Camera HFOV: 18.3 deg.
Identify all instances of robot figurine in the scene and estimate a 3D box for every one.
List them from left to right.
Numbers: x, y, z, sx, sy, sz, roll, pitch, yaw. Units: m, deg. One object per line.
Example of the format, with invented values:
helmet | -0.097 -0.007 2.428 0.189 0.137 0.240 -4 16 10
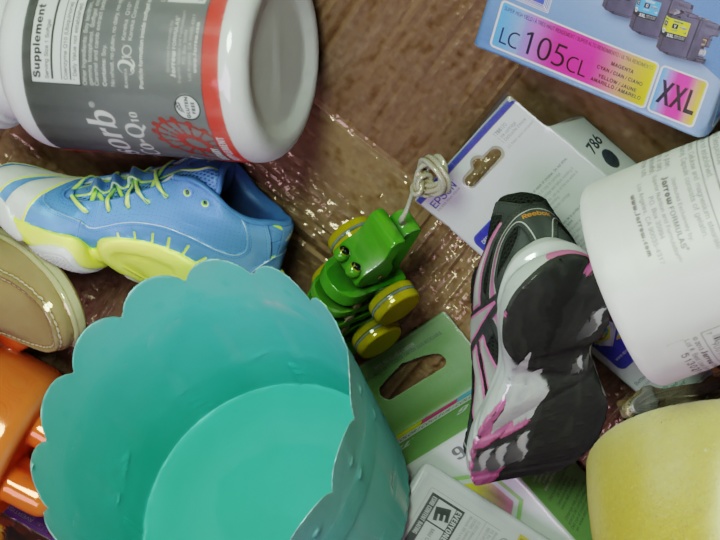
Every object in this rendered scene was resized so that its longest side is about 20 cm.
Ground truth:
robot figurine | -0.273 0.088 1.474 0.199 0.117 0.144 27 130 6

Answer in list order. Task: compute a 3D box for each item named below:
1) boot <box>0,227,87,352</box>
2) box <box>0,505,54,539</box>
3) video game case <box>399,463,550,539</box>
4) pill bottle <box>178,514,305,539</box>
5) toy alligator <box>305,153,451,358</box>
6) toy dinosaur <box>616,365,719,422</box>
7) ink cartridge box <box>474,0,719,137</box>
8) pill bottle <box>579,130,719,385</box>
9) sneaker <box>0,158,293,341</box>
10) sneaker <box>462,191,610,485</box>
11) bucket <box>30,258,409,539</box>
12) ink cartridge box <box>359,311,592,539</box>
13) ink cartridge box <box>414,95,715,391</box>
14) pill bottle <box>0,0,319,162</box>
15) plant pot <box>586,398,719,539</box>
boot | -0.281 0.027 1.381 0.199 0.155 0.073 26 135 32
box | -0.285 0.221 1.608 0.136 0.039 0.201 28 127 7
video game case | 0.063 0.243 1.303 0.181 0.201 0.023 32 162 2
pill bottle | -0.037 0.210 1.433 0.111 0.112 0.201 -1 133 25
toy alligator | 0.000 0.000 1.301 0.059 0.054 0.200 56 150 20
toy dinosaur | 0.243 0.079 1.260 0.199 0.061 0.106 17 148 -13
ink cartridge box | 0.152 -0.187 1.132 0.136 0.076 0.201 22 125 10
pill bottle | 0.224 -0.026 1.156 0.199 0.115 0.115 -22 110 16
sneaker | -0.127 -0.042 1.361 0.199 0.076 0.106 25 115 0
sneaker | 0.095 0.036 1.252 0.080 0.087 0.201 -4 138 -15
bucket | -0.075 0.114 1.285 0.206 0.209 0.135 3 152 23
ink cartridge box | 0.072 0.135 1.377 0.104 0.059 0.200 -34 102 36
ink cartridge box | 0.136 -0.013 1.270 0.200 0.039 0.099 41 128 -5
pill bottle | -0.133 -0.124 1.275 0.198 0.116 0.117 5 122 23
plant pot | 0.218 0.180 1.238 0.198 0.143 0.200 7 150 4
